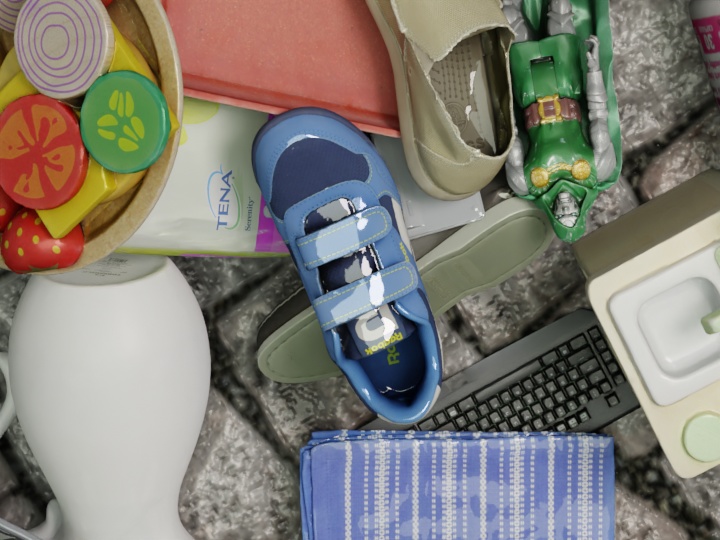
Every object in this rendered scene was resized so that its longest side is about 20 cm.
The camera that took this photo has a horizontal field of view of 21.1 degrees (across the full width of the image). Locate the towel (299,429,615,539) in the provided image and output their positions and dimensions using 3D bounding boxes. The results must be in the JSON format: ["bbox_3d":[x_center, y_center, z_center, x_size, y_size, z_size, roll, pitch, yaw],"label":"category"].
[{"bbox_3d":[0.062,0.172,1.211,0.198,0.024,0.146,-1,98,1],"label":"towel"}]

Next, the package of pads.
[{"bbox_3d":[-0.112,-0.086,1.138,0.198,0.068,0.156,3,100,-25],"label":"package of pads"}]

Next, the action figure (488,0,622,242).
[{"bbox_3d":[0.110,-0.114,1.144,0.117,0.055,0.202,-12,78,13],"label":"action figure"}]

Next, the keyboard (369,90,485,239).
[{"bbox_3d":[0.025,-0.120,1.163,0.056,0.011,0.202,-14,80,5],"label":"keyboard"}]

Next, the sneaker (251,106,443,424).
[{"bbox_3d":[0.000,0.000,1.095,0.073,0.082,0.201,-23,116,6],"label":"sneaker"}]

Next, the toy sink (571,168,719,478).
[{"bbox_3d":[0.200,0.032,1.121,0.111,0.200,0.131,-28,98,4],"label":"toy sink"}]

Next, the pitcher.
[{"bbox_3d":[-0.174,0.090,1.181,0.170,0.121,0.202,4,110,13],"label":"pitcher"}]

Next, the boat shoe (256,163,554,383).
[{"bbox_3d":[0.021,0.000,1.188,0.200,0.061,0.072,-29,142,5],"label":"boat shoe"}]

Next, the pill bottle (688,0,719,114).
[{"bbox_3d":[0.275,-0.083,1.147,0.112,0.113,0.202,-19,98,3],"label":"pill bottle"}]

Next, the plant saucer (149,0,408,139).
[{"bbox_3d":[-0.031,-0.183,1.109,0.198,0.037,0.202,9,83,-32],"label":"plant saucer"}]

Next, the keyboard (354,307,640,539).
[{"bbox_3d":[0.089,0.122,1.225,0.199,0.021,0.128,-29,97,5],"label":"keyboard"}]

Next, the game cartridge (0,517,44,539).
[{"bbox_3d":[-0.197,0.197,1.183,0.199,0.133,0.042,28,70,-3],"label":"game cartridge"}]

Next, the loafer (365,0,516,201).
[{"bbox_3d":[0.051,-0.142,1.096,0.075,0.068,0.202,-18,96,-32],"label":"loafer"}]

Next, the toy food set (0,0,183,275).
[{"bbox_3d":[-0.181,-0.098,1.041,0.198,0.049,0.201,-40,77,25],"label":"toy food set"}]
